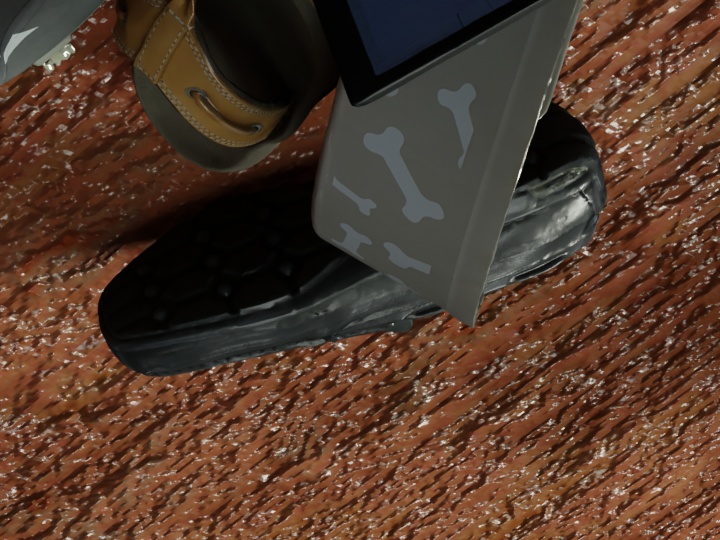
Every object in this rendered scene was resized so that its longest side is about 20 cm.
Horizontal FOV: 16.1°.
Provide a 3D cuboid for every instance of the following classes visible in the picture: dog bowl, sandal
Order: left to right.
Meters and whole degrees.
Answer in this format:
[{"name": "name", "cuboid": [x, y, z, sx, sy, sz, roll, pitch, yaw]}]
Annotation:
[{"name": "sandal", "cuboid": [-0.051, -0.072, 0.796, 0.055, 0.082, 0.200, -39, 178, -20]}, {"name": "dog bowl", "cuboid": [0.039, -0.086, 0.773, 0.058, 0.200, 0.200, 19, 141, 3]}]

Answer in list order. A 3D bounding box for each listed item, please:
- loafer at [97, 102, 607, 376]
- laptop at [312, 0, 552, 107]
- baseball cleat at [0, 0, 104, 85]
[{"name": "loafer", "cuboid": [0.000, 0.000, 0.967, 0.200, 0.068, 0.071, -20, 137, -5]}, {"name": "laptop", "cuboid": [0.037, -0.177, 0.644, 0.103, 0.178, 0.200, -8, 145, -17]}, {"name": "baseball cleat", "cuboid": [-0.170, -0.084, 0.765, 0.199, 0.070, 0.107, -23, 146, 4]}]
